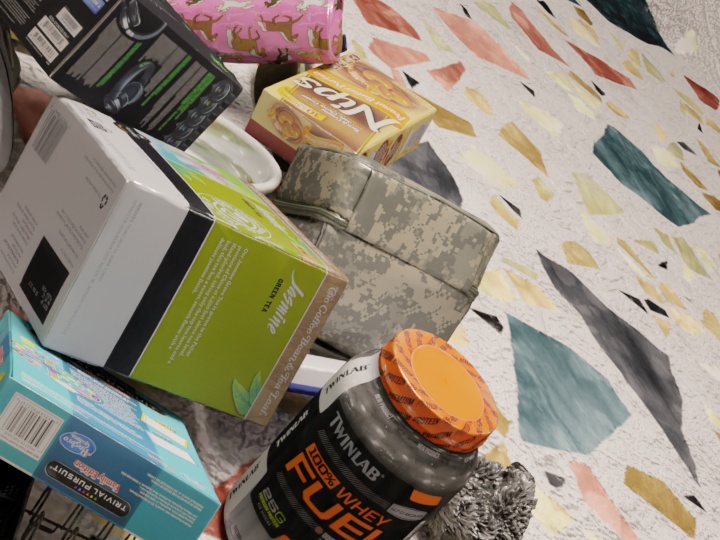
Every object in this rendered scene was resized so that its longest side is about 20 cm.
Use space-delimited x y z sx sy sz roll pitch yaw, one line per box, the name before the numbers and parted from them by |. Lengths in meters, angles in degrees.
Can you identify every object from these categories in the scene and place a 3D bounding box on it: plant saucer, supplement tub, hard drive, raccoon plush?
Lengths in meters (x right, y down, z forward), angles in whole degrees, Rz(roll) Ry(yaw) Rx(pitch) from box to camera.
plant saucer | -0.170 -0.108 1.377 0.199 0.051 0.200 26 19 -10
supplement tub | 0.001 0.143 1.094 0.122 0.200 0.123 32 28 -19
hard drive | -0.016 0.090 1.244 0.199 0.026 0.131 13 -1 -36
raccoon plush | 0.067 0.198 1.239 0.133 0.097 0.201 28 29 -11

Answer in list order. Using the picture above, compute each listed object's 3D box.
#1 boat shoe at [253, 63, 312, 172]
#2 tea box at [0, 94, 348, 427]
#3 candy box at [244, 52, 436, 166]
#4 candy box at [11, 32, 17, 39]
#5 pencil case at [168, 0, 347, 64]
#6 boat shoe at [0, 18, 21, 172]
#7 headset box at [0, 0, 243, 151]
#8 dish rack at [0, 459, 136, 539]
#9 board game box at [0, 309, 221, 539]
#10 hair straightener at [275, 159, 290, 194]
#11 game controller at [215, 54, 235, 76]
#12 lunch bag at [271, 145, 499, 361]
boat shoe | -0.065 -0.171 1.629 0.066 0.072 0.202 30 33 -37
tea box | -0.150 -0.010 1.129 0.196 0.134 0.200 25 11 -34
candy box | -0.016 -0.152 1.524 0.115 0.056 0.200 35 29 12
candy box | -0.330 -0.271 1.401 0.199 0.055 0.116 16 37 -43
pencil case | -0.115 -0.250 1.546 0.087 0.198 0.084 18 71 -81
boat shoe | -0.307 -0.168 1.238 0.065 0.073 0.202 13 63 -60
headset box | -0.209 -0.200 1.236 0.174 0.093 0.200 49 6 30
dish rack | -0.159 0.206 0.932 0.199 0.055 0.154 29 30 -16
board game box | -0.178 0.103 0.987 0.150 0.047 0.200 34 0 -16
hair straightener | -0.042 -0.084 1.512 0.200 0.077 0.041 50 1 16
game controller | -0.188 -0.184 1.429 0.103 0.043 0.200 16 16 10
lunch bag | 0.000 0.000 1.357 0.199 0.169 0.139 27 -8 -32
